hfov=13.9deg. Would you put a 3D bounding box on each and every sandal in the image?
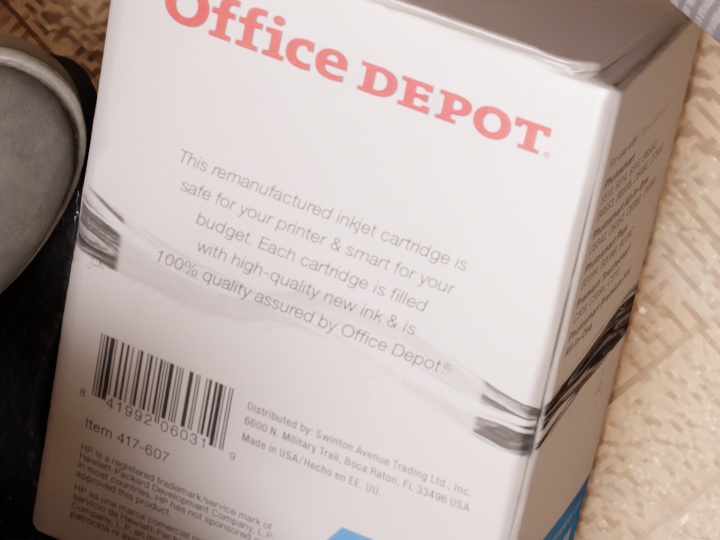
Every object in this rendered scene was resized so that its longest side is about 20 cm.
[{"bbox_3d":[-0.098,0.020,0.911,0.075,0.045,0.200,32,129,38],"label":"sandal"}]

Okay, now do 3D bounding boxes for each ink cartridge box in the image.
[{"bbox_3d":[0.000,0.000,0.830,0.146,0.084,0.200,22,119,17],"label":"ink cartridge box"}]

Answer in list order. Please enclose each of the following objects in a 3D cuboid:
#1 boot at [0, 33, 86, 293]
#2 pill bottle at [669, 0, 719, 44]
[{"bbox_3d":[-0.126,0.048,0.760,0.073,0.200,0.182,31,108,-21],"label":"boot"},{"bbox_3d":[0.101,-0.117,0.711,0.200,0.116,0.116,41,123,5],"label":"pill bottle"}]
